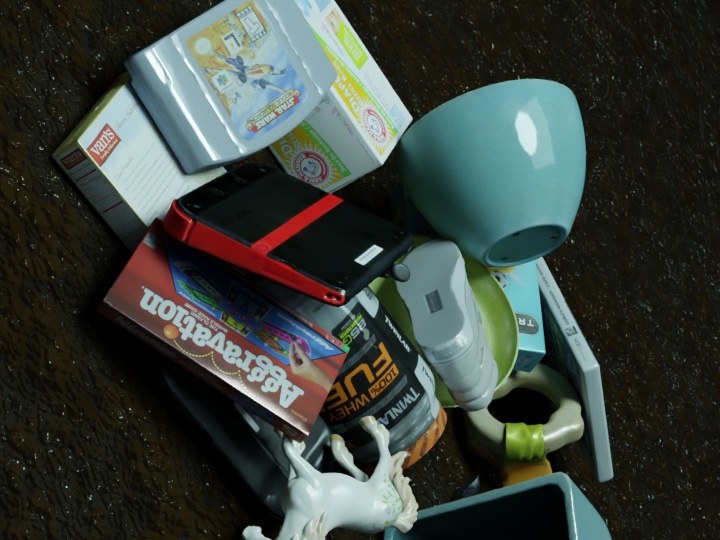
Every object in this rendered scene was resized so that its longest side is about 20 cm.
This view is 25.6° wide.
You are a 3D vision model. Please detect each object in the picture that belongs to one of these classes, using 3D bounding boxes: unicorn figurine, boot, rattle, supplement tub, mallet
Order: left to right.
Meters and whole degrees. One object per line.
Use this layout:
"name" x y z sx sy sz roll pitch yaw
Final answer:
"unicorn figurine" -0.033 0.189 1.320 0.199 0.074 0.138 0 58 -22
"supplement tub" -0.014 0.086 1.449 0.200 0.122 0.123 52 34 -19
"mallet" 0.000 0.000 1.488 0.066 0.200 0.041 45 76 -30
"boot" 0.087 0.056 1.549 0.200 0.073 0.096 -92 158 -58
"rattle" 0.162 0.154 1.729 0.200 0.130 0.143 50 -11 45

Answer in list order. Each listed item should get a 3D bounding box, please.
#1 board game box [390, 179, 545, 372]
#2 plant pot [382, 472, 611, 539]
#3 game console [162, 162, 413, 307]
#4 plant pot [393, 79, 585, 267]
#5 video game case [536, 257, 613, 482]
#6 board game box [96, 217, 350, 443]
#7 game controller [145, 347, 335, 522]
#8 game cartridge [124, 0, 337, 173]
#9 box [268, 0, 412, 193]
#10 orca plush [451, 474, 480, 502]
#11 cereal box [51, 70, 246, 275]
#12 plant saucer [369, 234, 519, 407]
"board game box" 0.114 0.002 1.698 0.150 0.047 0.201 8 56 -16
"plant pot" 0.160 0.331 1.483 0.200 0.195 0.197 37 40 -50
"game console" -0.060 -0.032 1.363 0.176 0.031 0.200 26 23 11
"plant pot" 0.148 -0.084 1.617 0.200 0.200 0.135 15 51 -51
"video game case" 0.230 0.108 1.755 0.201 0.023 0.182 75 -5 -45
"board game box" -0.110 0.049 1.310 0.200 0.019 0.103 34 50 -9
"game controller" -0.098 0.120 1.363 0.200 0.042 0.104 53 48 -20
"game cartridge" -0.109 -0.176 1.438 0.200 0.041 0.133 -40 100 -39
"box" -0.053 -0.188 1.598 0.200 0.101 0.113 54 33 -17
"orca plush" 0.177 0.287 1.642 0.200 0.071 0.105 55 33 -16
"cereal box" -0.171 -0.067 1.399 0.200 0.039 0.144 53 34 -19
"plant saucer" 0.062 0.055 1.596 0.199 0.031 0.201 10 55 -14
